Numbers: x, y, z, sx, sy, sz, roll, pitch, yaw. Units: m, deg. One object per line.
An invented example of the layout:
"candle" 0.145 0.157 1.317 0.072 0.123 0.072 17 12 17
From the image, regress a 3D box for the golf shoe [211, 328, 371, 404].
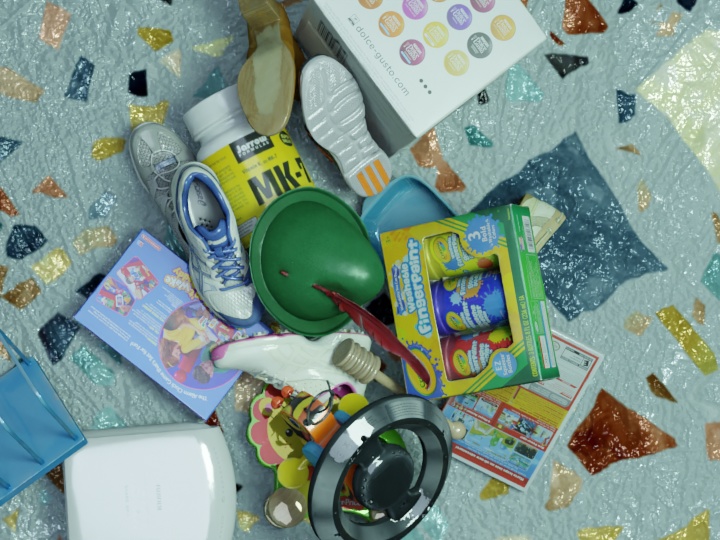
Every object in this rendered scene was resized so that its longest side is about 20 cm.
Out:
"golf shoe" -0.076 0.115 1.617 0.199 0.075 0.092 1 79 -24

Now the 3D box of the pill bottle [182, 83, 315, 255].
"pill bottle" -0.124 -0.114 1.645 0.114 0.114 0.201 -28 91 -9

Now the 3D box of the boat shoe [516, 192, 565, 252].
"boat shoe" 0.184 0.006 1.702 0.063 0.073 0.202 26 78 -2

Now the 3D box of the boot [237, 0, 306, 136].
"boot" -0.092 -0.225 1.627 0.070 0.144 0.202 -14 68 13

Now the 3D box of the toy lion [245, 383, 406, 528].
"toy lion" -0.039 0.214 1.668 0.198 0.069 0.193 5 78 -8

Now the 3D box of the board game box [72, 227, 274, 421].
"board game box" -0.222 0.065 1.655 0.200 0.045 0.135 39 82 -4

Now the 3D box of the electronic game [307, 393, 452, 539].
"electronic game" 0.024 0.232 1.567 0.199 0.042 0.201 -18 122 -31

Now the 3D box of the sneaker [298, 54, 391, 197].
"sneaker" -0.039 -0.181 1.642 0.077 0.112 0.201 -32 129 -10

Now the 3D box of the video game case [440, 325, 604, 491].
"video game case" 0.185 0.154 1.684 0.142 0.017 0.201 26 104 -5

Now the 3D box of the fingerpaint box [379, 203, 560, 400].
"fingerpaint box" 0.123 0.039 1.589 0.166 0.073 0.201 -11 84 25

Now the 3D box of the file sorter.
"file sorter" -0.440 0.180 1.553 0.200 0.123 0.139 -36 58 -8

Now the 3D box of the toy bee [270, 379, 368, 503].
"toy bee" -0.045 0.174 1.578 0.131 0.108 0.201 -28 133 -34

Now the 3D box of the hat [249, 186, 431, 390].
"hat" 0.000 0.000 1.529 0.200 0.176 0.166 43 68 -28

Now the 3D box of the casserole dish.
"casserole dish" 0.082 -0.024 1.670 0.121 0.039 0.200 -47 70 17

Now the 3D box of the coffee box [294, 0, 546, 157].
"coffee box" 0.064 -0.276 1.638 0.197 0.200 0.200 -37 92 -9

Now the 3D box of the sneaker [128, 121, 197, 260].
"sneaker" -0.207 -0.091 1.648 0.074 0.082 0.201 -31 91 -8

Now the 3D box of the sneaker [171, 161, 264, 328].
"sneaker" -0.165 -0.024 1.569 0.075 0.088 0.201 -24 97 -6

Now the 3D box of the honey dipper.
"honey dipper" 0.052 0.144 1.638 0.200 0.038 0.038 35 82 -26

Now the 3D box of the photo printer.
"photo printer" -0.245 0.265 1.627 0.198 0.069 0.168 -3 87 -8
